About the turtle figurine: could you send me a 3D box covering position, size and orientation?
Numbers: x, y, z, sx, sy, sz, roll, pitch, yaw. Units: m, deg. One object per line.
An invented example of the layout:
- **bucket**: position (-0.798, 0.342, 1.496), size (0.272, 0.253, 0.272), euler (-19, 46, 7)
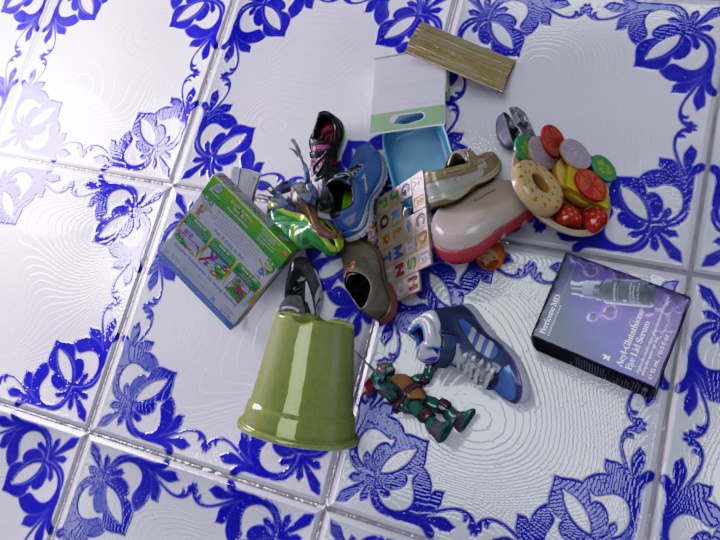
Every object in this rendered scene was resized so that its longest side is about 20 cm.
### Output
- **turtle figurine**: position (0.084, 0.189, 1.223), size (0.149, 0.102, 0.199), euler (-27, 55, -38)

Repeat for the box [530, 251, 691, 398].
- **box**: position (0.380, 0.084, 1.159), size (0.197, 0.104, 0.150), euler (21, 80, 22)

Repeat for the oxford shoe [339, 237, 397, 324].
- **oxford shoe**: position (0.000, 0.000, 1.299), size (0.071, 0.074, 0.201), euler (-47, 46, 19)

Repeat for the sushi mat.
- **sushi mat**: position (0.183, -0.392, 1.382), size (0.197, 0.012, 0.096), euler (25, 59, 7)

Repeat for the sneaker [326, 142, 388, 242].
- **sneaker**: position (-0.009, -0.155, 1.344), size (0.078, 0.089, 0.203), euler (-15, 48, 34)

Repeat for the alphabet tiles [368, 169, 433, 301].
- **alphabet tiles**: position (0.065, -0.048, 1.296), size (0.166, 0.007, 0.204), euler (-28, 59, 50)

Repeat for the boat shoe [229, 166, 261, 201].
- **boat shoe**: position (-0.221, -0.092, 1.423), size (0.068, 0.071, 0.204), euler (7, 80, -7)

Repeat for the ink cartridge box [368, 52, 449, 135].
- **ink cartridge box**: position (0.092, -0.319, 1.386), size (0.143, 0.048, 0.203), euler (-5, 58, 15)

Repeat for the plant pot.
- **plant pot**: position (-0.085, 0.166, 1.200), size (0.197, 0.200, 0.188), euler (9, 90, 19)

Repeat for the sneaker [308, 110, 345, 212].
- **sneaker**: position (-0.072, -0.204, 1.403), size (0.075, 0.084, 0.204), euler (-5, 71, 16)

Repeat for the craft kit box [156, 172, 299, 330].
- **craft kit box**: position (-0.240, -0.034, 1.353), size (0.200, 0.048, 0.198), euler (44, 113, 5)

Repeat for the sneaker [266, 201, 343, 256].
- **sneaker**: position (-0.103, -0.063, 1.371), size (0.199, 0.073, 0.085), euler (29, 103, 42)

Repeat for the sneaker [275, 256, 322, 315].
- **sneaker**: position (-0.110, 0.065, 1.322), size (0.065, 0.091, 0.204), euler (-5, 71, 16)

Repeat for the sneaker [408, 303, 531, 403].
- **sneaker**: position (0.158, 0.143, 1.185), size (0.145, 0.081, 0.201), euler (-14, 53, -30)

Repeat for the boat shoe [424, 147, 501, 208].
- **boat shoe**: position (0.174, -0.171, 1.268), size (0.073, 0.199, 0.067), euler (-11, 107, 41)

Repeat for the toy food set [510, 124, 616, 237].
- **toy food set**: position (0.329, -0.146, 1.227), size (0.198, 0.049, 0.200), euler (25, 54, -10)

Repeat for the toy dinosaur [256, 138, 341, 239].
- **toy dinosaur**: position (-0.115, -0.123, 1.337), size (0.104, 0.181, 0.202), euler (-29, 89, 5)

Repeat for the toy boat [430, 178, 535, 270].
- **toy boat**: position (0.209, -0.061, 1.255), size (0.198, 0.133, 0.130), euler (-29, 29, -30)

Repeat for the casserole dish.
- **casserole dish**: position (0.110, -0.195, 1.369), size (0.119, 0.039, 0.203), euler (-17, 69, 11)

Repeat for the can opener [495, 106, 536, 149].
- **can opener**: position (0.294, -0.196, 1.316), size (0.067, 0.053, 0.203), euler (-35, 62, 39)
